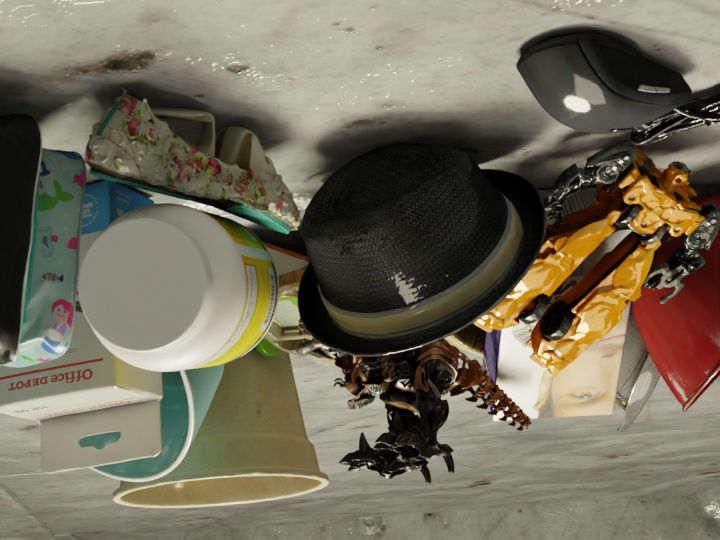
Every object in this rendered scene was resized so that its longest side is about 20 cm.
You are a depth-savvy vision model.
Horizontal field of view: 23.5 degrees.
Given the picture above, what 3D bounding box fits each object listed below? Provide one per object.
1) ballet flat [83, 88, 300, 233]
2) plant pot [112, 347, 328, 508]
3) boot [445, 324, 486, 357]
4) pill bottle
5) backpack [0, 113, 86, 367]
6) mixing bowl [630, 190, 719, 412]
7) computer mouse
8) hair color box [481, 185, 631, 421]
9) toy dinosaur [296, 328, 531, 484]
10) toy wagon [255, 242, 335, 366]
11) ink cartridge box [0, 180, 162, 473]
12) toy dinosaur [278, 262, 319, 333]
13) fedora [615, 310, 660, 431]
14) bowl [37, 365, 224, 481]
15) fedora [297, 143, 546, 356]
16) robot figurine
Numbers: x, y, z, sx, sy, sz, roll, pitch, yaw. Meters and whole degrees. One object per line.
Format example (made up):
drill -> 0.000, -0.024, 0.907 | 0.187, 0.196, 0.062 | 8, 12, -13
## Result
ballet flat -> -0.102, -0.073, 1.179 | 0.075, 0.064, 0.200 | 17, 180, 37
plant pot -> -0.134, 0.115, 1.612 | 0.199, 0.185, 0.201 | -4, 166, -1
boot -> 0.039, 0.039, 1.552 | 0.199, 0.073, 0.155 | 23, 156, -17
pill bottle -> -0.126, 0.012, 1.189 | 0.112, 0.113, 0.200 | -7, 177, 7
backpack -> -0.275, -0.011, 1.150 | 0.150, 0.179, 0.199 | 14, 161, -37
mixing bowl -> 0.294, 0.007, 1.421 | 0.200, 0.108, 0.200 | -44, 168, -12
computer mouse -> 0.202, -0.115, 1.148 | 0.140, 0.046, 0.200 | -14, 162, 33
hair color box -> 0.164, 0.029, 1.431 | 0.108, 0.065, 0.201 | -3, 129, -6
toy dinosaur -> 0.043, 0.093, 1.399 | 0.199, 0.137, 0.102 | 11, 156, 5
toy wagon -> -0.071, 0.020, 1.476 | 0.155, 0.040, 0.200 | -7, 140, 49
ink cartridge box -> -0.216, 0.044, 1.310 | 0.115, 0.201, 0.067 | -12, 163, 23
toy dinosaur -> 0.000, 0.000, 1.371 | 0.199, 0.106, 0.061 | -19, 134, -22
fedora -> 0.246, 0.055, 1.622 | 0.090, 0.178, 0.200 | 24, 174, 6
bowl -> -0.194, 0.066, 1.471 | 0.200, 0.202, 0.105 | -18, -165, 40
fedora -> 0.031, -0.031, 1.260 | 0.199, 0.201, 0.092 | -12, 131, 25
robot figurine -> 0.176, -0.015, 1.325 | 0.145, 0.058, 0.200 | 32, 115, -26
